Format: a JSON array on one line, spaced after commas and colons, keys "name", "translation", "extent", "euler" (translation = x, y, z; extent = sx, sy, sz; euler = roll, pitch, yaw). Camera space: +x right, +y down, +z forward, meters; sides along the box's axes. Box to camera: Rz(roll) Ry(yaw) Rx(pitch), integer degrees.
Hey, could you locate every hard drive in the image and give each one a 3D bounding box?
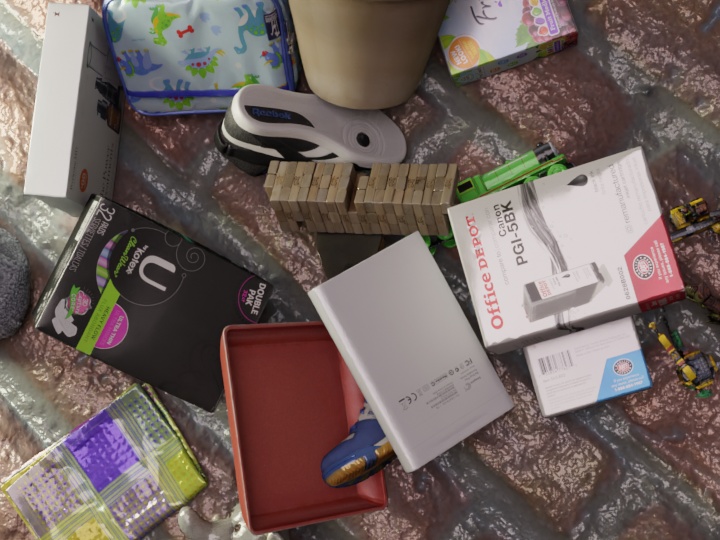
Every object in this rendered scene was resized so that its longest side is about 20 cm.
[{"name": "hard drive", "translation": [0.051, 0.079, 1.373], "extent": [0.131, 0.027, 0.201], "euler": [-28, 88, -23]}]

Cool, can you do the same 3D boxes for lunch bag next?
[{"name": "lunch bag", "translation": [-0.163, -0.242, 1.467], "extent": [0.198, 0.162, 0.083], "euler": [1, 41, 8]}]

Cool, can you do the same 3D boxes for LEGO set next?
[{"name": "LEGO set", "translation": [0.350, 0.019, 1.367], "extent": [0.152, 0.116, 0.202], "euler": [-14, 81, 7]}]

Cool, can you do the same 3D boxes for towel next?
[{"name": "towel", "translation": [-0.275, 0.230, 1.492], "extent": [0.199, 0.023, 0.144], "euler": [-35, 78, 4]}]

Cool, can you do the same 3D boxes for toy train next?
[{"name": "toy train", "translation": [0.131, -0.075, 1.456], "extent": [0.199, 0.042, 0.057], "euler": [-26, 69, 5]}]

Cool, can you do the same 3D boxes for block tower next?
[{"name": "block tower", "translation": [0.003, -0.074, 1.426], "extent": [0.198, 0.058, 0.054], "euler": [2, 55, 16]}]

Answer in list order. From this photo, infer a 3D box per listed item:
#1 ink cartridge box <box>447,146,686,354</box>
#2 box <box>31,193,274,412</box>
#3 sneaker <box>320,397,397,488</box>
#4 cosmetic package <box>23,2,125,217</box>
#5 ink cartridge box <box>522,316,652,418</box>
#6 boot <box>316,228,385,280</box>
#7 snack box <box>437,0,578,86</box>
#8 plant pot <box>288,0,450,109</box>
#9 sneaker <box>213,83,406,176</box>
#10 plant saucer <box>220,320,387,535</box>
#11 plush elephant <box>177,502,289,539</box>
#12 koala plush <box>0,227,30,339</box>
[{"name": "ink cartridge box", "translation": [0.199, -0.017, 1.340], "extent": [0.198, 0.083, 0.148], "euler": [-18, 81, 12]}, {"name": "box", "translation": [-0.213, 0.031, 1.418], "extent": [0.199, 0.124, 0.150], "euler": [28, 87, -16]}, {"name": "sneaker", "translation": [0.027, 0.140, 1.413], "extent": [0.199, 0.075, 0.088], "euler": [-34, 77, -24]}, {"name": "cosmetic package", "translation": [-0.299, -0.165, 1.478], "extent": [0.051, 0.151, 0.202], "euler": [5, 84, 10]}, {"name": "ink cartridge box", "translation": [0.213, 0.038, 1.413], "extent": [0.114, 0.068, 0.202], "euler": [-16, 81, 8]}, {"name": "boot", "translation": [0.000, 0.000, 1.459], "extent": [0.073, 0.076, 0.202], "euler": [-11, 63, 14]}, {"name": "snack box", "translation": [0.135, -0.316, 1.476], "extent": [0.141, 0.053, 0.202], "euler": [-19, 80, 8]}, {"name": "plant pot", "translation": [0.006, -0.268, 1.413], "extent": [0.198, 0.201, 0.175], "euler": [12, 125, 10]}, {"name": "sneaker", "translation": [-0.059, -0.138, 1.481], "extent": [0.198, 0.112, 0.074], "euler": [14, 63, -23]}, {"name": "plant saucer", "translation": [-0.063, 0.154, 1.399], "extent": [0.036, 0.199, 0.202], "euler": [-15, 81, 41]}, {"name": "plush elephant", "translation": [-0.132, 0.298, 1.395], "extent": [0.198, 0.165, 0.157], "euler": [5, 98, -19]}, {"name": "koala plush", "translation": [-0.456, -0.001, 1.458], "extent": [0.183, 0.200, 0.178], "euler": [31, 88, 11]}]
